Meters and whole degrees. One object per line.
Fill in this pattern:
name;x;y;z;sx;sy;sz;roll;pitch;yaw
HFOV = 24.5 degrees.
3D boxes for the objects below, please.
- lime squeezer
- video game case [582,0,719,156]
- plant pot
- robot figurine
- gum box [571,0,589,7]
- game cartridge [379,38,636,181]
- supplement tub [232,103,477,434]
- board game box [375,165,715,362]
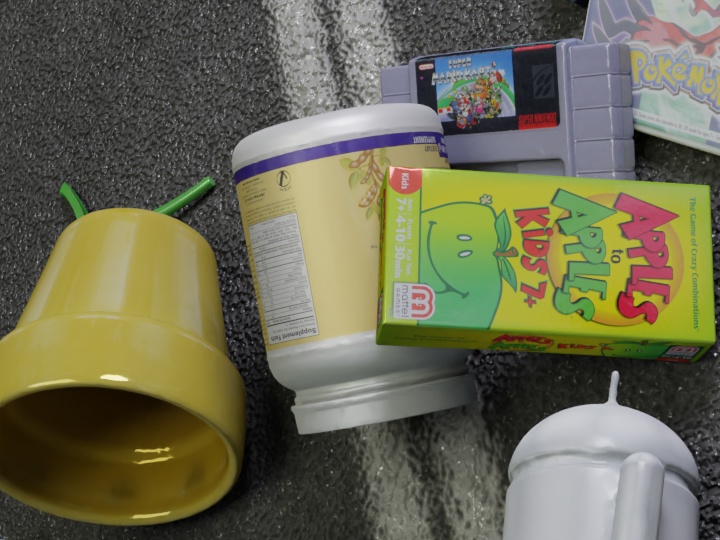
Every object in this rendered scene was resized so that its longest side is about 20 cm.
lime squeezer;-0.203;-0.044;1.422;0.200;0.038;0.071;0;44;43
video game case;0.224;-0.165;1.028;0.200;0.023;0.183;24;112;44
plant pot;-0.182;0.064;1.257;0.201;0.201;0.189;-27;44;33
robot figurine;0.138;0.164;0.960;0.170;0.113;0.200;118;162;-63
gum box;0.190;-0.308;1.139;0.170;0.045;0.200;-27;58;34
game cartridge;0.095;-0.087;1.129;0.200;0.038;0.130;-1;99;43
supplement tub;0.000;0.000;1.107;0.145;0.145;0.200;-14;86;39
board game box;0.112;-0.004;1.011;0.048;0.200;0.102;105;167;-71
